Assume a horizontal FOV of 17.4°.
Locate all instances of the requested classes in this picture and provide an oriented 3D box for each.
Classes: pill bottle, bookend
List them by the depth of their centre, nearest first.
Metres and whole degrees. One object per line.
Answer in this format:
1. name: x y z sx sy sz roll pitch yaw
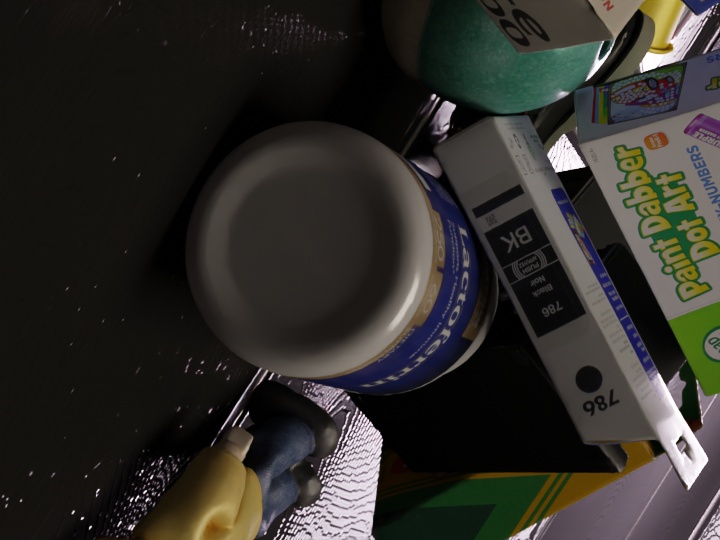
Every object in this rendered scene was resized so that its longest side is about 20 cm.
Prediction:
1. pill bottle: 0.000 0.000 1.129 0.116 0.116 0.200 -59 163 3
2. bookend: 0.113 0.013 1.323 0.199 0.092 0.200 -48 -160 -25

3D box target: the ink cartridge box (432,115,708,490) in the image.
1. ink cartridge box: 0.104 0.019 1.152 0.039 0.201 0.099 -29 176 14

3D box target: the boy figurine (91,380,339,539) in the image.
1. boy figurine: -0.089 0.140 1.209 0.200 0.064 0.125 -39 155 -46

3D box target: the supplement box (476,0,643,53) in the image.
1. supplement box: 0.108 -0.210 1.034 0.200 0.126 0.073 -50 -157 -22

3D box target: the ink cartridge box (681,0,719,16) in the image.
1. ink cartridge box: 0.203 -0.188 1.052 0.200 0.042 0.119 -30 -158 43

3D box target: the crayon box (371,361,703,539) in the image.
1. crayon box: 0.103 0.094 1.390 0.200 0.051 0.127 -31 -161 16

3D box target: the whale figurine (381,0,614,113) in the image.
1. whale figurine: 0.097 -0.164 1.129 0.200 0.104 0.159 -55 162 -2

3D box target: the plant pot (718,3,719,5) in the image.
1. plant pot: 0.298 -0.198 1.148 0.200 0.200 0.193 -43 177 -40

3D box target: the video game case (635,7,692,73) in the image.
1. video game case: 0.229 -0.229 1.537 0.200 0.017 0.143 -55 162 -12

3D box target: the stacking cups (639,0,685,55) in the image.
1. stacking cups: 0.199 -0.226 1.381 0.060 0.060 0.201 -24 142 -62

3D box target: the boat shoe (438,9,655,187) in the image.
1. boat shoe: 0.077 -0.079 1.309 0.202 0.063 0.074 -51 -159 19

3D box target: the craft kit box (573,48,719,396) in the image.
1. craft kit box: 0.231 -0.037 1.165 0.049 0.197 0.200 -86 152 -44
